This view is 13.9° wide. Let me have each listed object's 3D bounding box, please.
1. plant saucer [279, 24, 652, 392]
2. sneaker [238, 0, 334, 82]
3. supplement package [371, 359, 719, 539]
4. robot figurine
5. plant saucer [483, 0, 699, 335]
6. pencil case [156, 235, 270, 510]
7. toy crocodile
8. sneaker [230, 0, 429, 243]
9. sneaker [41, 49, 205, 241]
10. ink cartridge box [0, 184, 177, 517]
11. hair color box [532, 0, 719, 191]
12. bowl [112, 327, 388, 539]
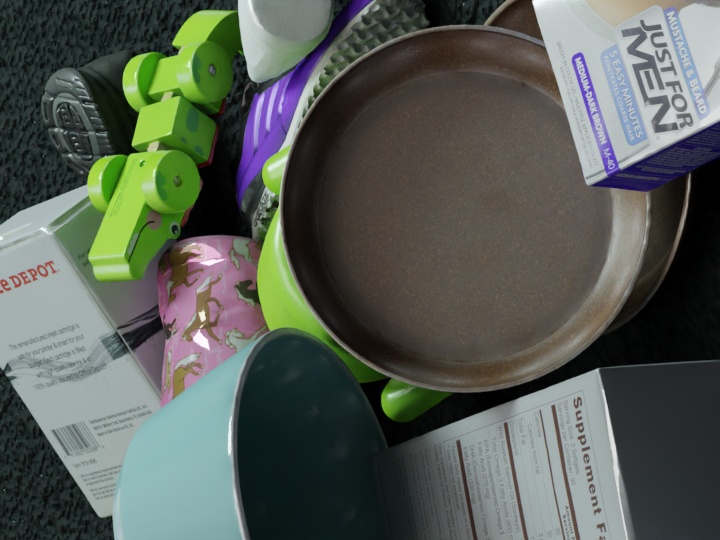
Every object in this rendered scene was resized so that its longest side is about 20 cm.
[{"bbox_3d":[0.057,-0.032,1.584,0.032,0.199,0.201,71,-175,-78],"label":"plant saucer"},{"bbox_3d":[-0.046,-0.209,1.781,0.089,0.075,0.201,128,156,-64],"label":"sneaker"},{"bbox_3d":[0.117,0.129,1.600,0.200,0.117,0.118,-24,72,49],"label":"supplement package"},{"bbox_3d":[0.000,0.000,1.702,0.176,0.115,0.200,60,169,9],"label":"robot figurine"},{"bbox_3d":[0.124,-0.062,1.640,0.200,0.037,0.201,6,98,52],"label":"plant saucer"},{"bbox_3d":[-0.084,0.075,1.770,0.083,0.086,0.201,121,154,-54],"label":"pencil case"},{"bbox_3d":[-0.116,-0.079,1.825,0.067,0.062,0.201,-9,55,43],"label":"toy crocodile"},{"bbox_3d":[-0.032,-0.109,1.804,0.200,0.069,0.100,-60,40,30],"label":"sneaker"},{"bbox_3d":[-0.131,-0.052,1.929,0.076,0.091,0.201,-1,114,47],"label":"sneaker"},{"bbox_3d":[-0.159,0.048,1.896,0.146,0.083,0.200,-16,110,50],"label":"ink cartridge box"},{"bbox_3d":[0.192,-0.128,1.498,0.200,0.065,0.110,-27,71,34],"label":"hair color box"},{"bbox_3d":[-0.062,0.141,1.610,0.105,0.201,0.202,-16,80,24],"label":"bowl"}]
